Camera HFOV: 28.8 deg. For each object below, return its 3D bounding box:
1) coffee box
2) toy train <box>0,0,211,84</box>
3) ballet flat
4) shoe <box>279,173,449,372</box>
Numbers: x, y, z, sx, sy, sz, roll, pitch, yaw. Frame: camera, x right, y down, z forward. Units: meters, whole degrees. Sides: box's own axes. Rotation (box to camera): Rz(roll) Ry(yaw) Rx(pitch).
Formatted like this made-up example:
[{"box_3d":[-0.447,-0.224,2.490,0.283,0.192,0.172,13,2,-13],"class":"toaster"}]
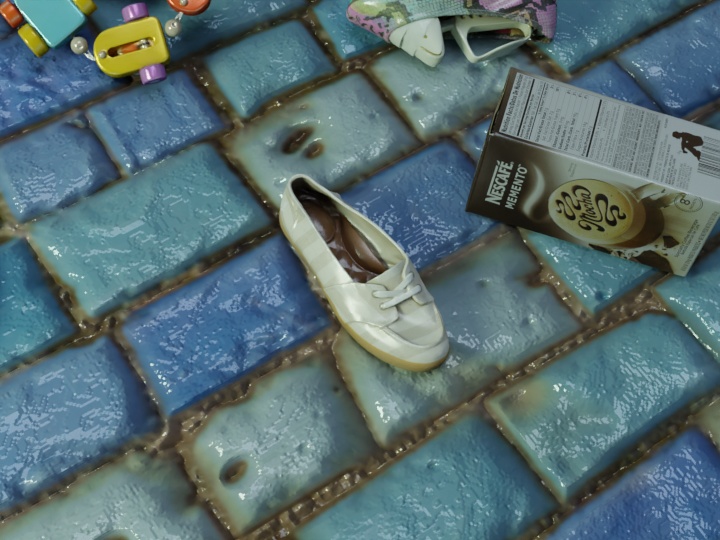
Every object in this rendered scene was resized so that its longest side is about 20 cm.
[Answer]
[{"box_3d":[0.200,-0.081,1.180,0.199,0.113,0.080,17,58,4],"class":"coffee box"},{"box_3d":[-0.214,-0.243,1.235,0.199,0.056,0.151,11,89,-2],"class":"toy train"},{"box_3d":[0.088,-0.225,1.287,0.199,0.069,0.072,-6,79,-12],"class":"ballet flat"},{"box_3d":[0.000,0.000,1.137,0.070,0.053,0.200,-33,68,-24],"class":"shoe"}]
